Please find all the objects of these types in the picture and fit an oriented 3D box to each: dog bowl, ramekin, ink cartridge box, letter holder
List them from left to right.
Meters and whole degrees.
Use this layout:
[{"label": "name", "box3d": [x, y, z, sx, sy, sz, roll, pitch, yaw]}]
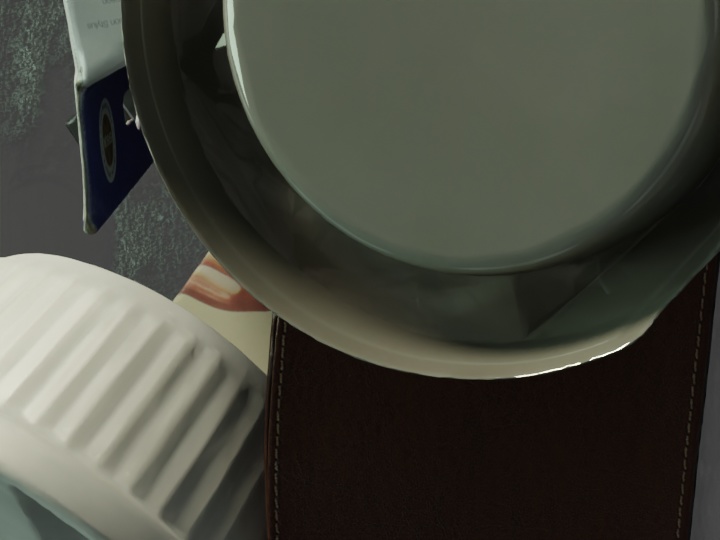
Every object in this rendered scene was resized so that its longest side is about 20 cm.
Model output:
[{"label": "ramekin", "box3d": [-0.096, 0.082, 0.853, 0.094, 0.201, 0.203, -54, -12, -30]}, {"label": "ink cartridge box", "box3d": [-0.070, -0.130, 0.790, 0.200, 0.040, 0.202, -74, -23, -76]}, {"label": "letter holder", "box3d": [0.035, 0.030, 0.807, 0.101, 0.141, 0.202, -110, 21, -69]}, {"label": "dog bowl", "box3d": [0.035, -0.073, 0.670, 0.059, 0.198, 0.202, -28, -58, -68]}]

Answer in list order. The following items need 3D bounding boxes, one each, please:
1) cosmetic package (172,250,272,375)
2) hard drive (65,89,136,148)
[{"label": "cosmetic package", "box3d": [0.000, 0.000, 0.934, 0.201, 0.087, 0.104, -56, -12, -31]}, {"label": "hard drive", "box3d": [-0.022, -0.117, 1.025, 0.200, 0.038, 0.140, -33, 6, 42]}]
